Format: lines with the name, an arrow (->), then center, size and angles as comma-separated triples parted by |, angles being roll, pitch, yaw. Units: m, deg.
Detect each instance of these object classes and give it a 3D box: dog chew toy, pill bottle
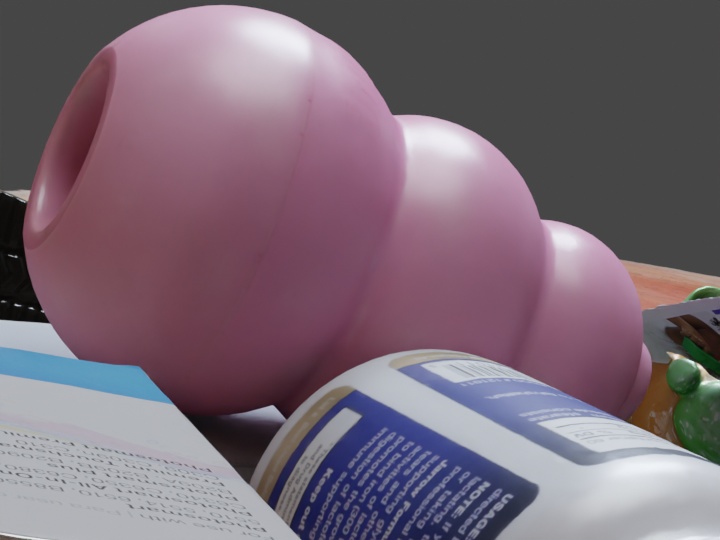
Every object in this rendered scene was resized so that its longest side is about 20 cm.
dog chew toy -> 0.000, 0.000, 0.926 | 0.199, 0.125, 0.125 | 22, 2, -18
pill bottle -> 0.054, 0.096, 0.800 | 0.115, 0.116, 0.200 | 9, 7, -26

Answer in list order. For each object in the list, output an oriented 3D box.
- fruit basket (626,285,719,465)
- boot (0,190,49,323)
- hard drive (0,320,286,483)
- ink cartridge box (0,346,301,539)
fruit basket -> 0.156, 0.079, 1.061 | 0.185, 0.094, 0.200 | 40, -10, -12
boot -> -0.222, -0.011, 1.476 | 0.199, 0.078, 0.138 | 13, 1, -9
hard drive -> -0.066, 0.047, 0.960 | 0.132, 0.027, 0.199 | 24, 12, 38
ink cartridge box -> -0.089, 0.087, 0.516 | 0.125, 0.129, 0.200 | 10, 6, -15
